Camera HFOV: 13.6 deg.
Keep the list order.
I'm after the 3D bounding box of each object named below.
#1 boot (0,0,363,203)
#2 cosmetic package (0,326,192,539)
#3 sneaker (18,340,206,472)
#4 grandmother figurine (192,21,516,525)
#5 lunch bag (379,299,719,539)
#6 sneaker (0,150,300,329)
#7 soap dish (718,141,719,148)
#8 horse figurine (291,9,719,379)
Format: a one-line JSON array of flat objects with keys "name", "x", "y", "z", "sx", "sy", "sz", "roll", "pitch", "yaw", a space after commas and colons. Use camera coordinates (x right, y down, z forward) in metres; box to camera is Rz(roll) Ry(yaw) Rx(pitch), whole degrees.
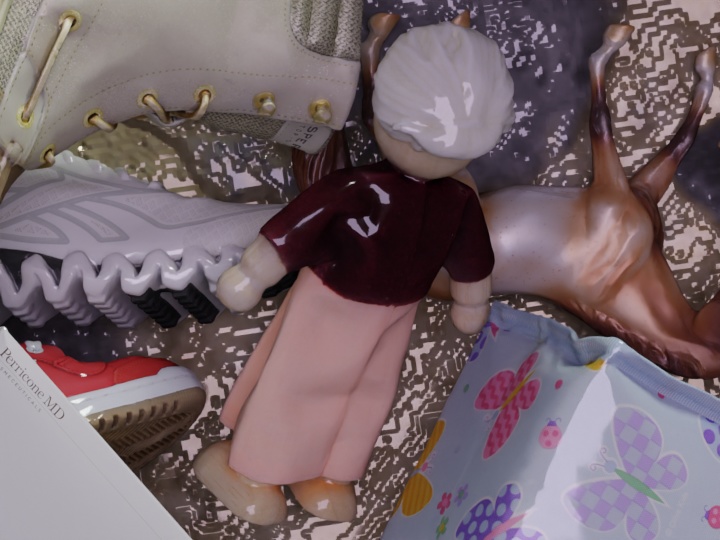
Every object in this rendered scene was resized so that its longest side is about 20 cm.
[{"name": "boot", "x": -0.083, "y": -0.059, "z": 1.073, "sx": 0.154, "sy": 0.072, "sz": 0.201, "roll": 16, "pitch": 88, "yaw": -25}, {"name": "cosmetic package", "x": -0.090, "y": 0.120, "z": 1.031, "sx": 0.200, "sy": 0.051, "sz": 0.083, "roll": 49, "pitch": 66, "yaw": -12}, {"name": "sneaker", "x": -0.160, "y": 0.041, "z": 1.095, "sx": 0.200, "sy": 0.071, "sz": 0.113, "roll": -16, "pitch": 62, "yaw": -32}, {"name": "grandmother figurine", "x": 0.000, "y": 0.000, "z": 1.096, "sx": 0.061, "sy": 0.121, "sz": 0.200, "roll": 43, "pitch": 121, "yaw": 33}, {"name": "lunch bag", "x": 0.107, "y": 0.131, "z": 1.115, "sx": 0.200, "sy": 0.127, "sz": 0.170, "roll": 27, "pitch": 86, "yaw": -23}, {"name": "sneaker", "x": -0.112, "y": -0.018, "z": 1.138, "sx": 0.199, "sy": 0.075, "sz": 0.081, "roll": -3, "pitch": 77, "yaw": 1}, {"name": "soap dish", "x": 0.255, "y": -0.030, "z": 1.113, "sx": 0.200, "sy": 0.157, "sz": 0.081, "roll": 41, "pitch": 47, "yaw": -4}, {"name": "horse figurine", "x": 0.059, "y": -0.031, "z": 1.156, "sx": 0.199, "sy": 0.050, "sz": 0.133, "roll": 6, "pitch": 83, "yaw": -3}]
